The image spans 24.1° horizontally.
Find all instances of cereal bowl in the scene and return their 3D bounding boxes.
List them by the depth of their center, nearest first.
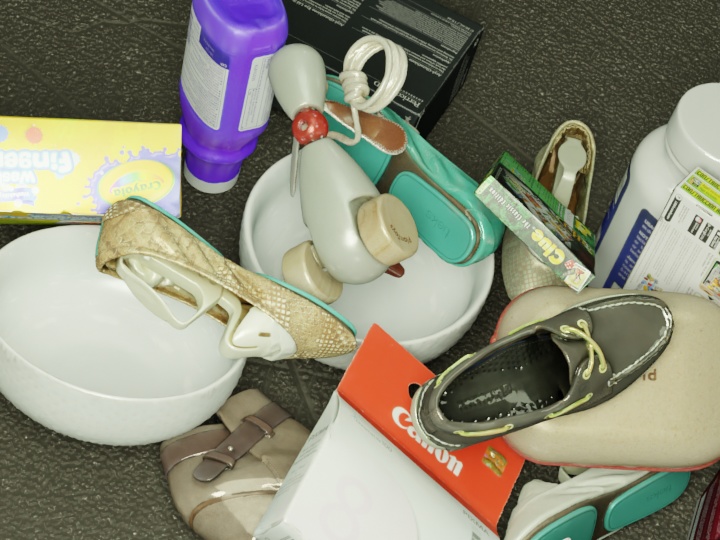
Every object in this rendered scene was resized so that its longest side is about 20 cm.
[{"bbox_3d":[-0.182,0.057,1.215,0.199,0.084,0.200,13,33,-9],"label":"cereal bowl"},{"bbox_3d":[0.000,0.000,1.313,0.199,0.083,0.201,7,51,-9],"label":"cereal bowl"}]

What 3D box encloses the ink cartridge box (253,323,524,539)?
[{"bbox_3d":[0.036,0.148,1.144,0.162,0.057,0.200,42,55,-14],"label":"ink cartridge box"}]

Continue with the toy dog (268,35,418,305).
[{"bbox_3d":[-0.008,-0.066,1.241,0.131,0.096,0.201,-4,77,31],"label":"toy dog"}]

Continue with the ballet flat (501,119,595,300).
[{"bbox_3d":[0.161,-0.049,1.417,0.067,0.062,0.201,16,50,-3],"label":"ballet flat"}]

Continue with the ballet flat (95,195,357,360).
[{"bbox_3d":[-0.099,0.024,1.175,0.199,0.071,0.065,29,60,-2],"label":"ballet flat"}]

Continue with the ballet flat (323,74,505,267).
[{"bbox_3d":[0.035,-0.077,1.294,0.200,0.067,0.070,45,28,21],"label":"ballet flat"}]

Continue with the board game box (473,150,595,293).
[{"bbox_3d":[0.136,-0.041,1.277,0.105,0.023,0.200,42,12,1],"label":"board game box"}]

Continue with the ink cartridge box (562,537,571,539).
[{"bbox_3d":[0.178,0.294,1.111,0.084,0.176,0.200,-38,65,-2],"label":"ink cartridge box"}]

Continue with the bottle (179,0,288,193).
[{"bbox_3d":[-0.106,-0.143,1.333,0.065,0.200,0.084,-15,56,-24],"label":"bottle"}]

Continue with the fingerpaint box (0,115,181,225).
[{"bbox_3d":[-0.241,-0.073,1.260,0.199,0.167,0.074,1,89,-12],"label":"fingerpaint box"}]

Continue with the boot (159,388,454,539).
[{"bbox_3d":[-0.040,0.142,1.213,0.199,0.070,0.146,-17,49,-34],"label":"boot"}]

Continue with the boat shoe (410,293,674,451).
[{"bbox_3d":[0.132,0.068,1.152,0.200,0.061,0.072,-24,83,-12],"label":"boat shoe"}]

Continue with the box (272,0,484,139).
[{"bbox_3d":[-0.014,-0.195,1.479,0.199,0.079,0.141,28,48,8],"label":"box"}]

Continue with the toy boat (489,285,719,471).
[{"bbox_3d":[0.189,0.084,1.255,0.199,0.131,0.131,4,82,-3],"label":"toy boat"}]

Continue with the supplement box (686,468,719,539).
[{"bbox_3d":[0.288,0.163,1.188,0.061,0.200,0.109,22,50,4],"label":"supplement box"}]

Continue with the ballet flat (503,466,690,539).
[{"bbox_3d":[0.158,0.173,1.244,0.199,0.070,0.069,-22,60,-34],"label":"ballet flat"}]

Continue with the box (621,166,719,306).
[{"bbox_3d":[0.258,0.025,1.292,0.110,0.200,0.035,38,52,16],"label":"box"}]

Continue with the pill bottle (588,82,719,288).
[{"bbox_3d":[0.264,-0.049,1.353,0.119,0.200,0.120,7,51,-9],"label":"pill bottle"}]
